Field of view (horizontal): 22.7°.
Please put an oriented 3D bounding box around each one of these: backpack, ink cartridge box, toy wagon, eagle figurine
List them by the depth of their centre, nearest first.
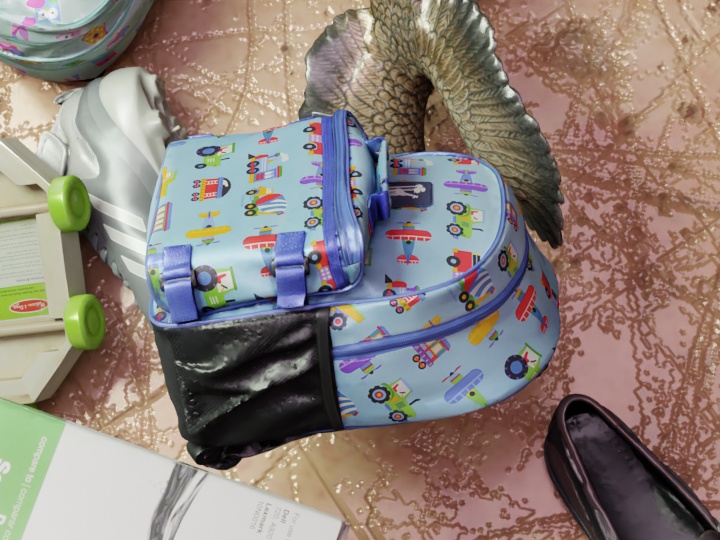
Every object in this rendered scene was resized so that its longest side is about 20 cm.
[{"bbox_3d":[0.000,0.000,0.934,0.199,0.135,0.183,-7,32,9],"label":"backpack"},{"bbox_3d":[-0.119,0.150,0.959,0.199,0.146,0.085,20,71,-2],"label":"ink cartridge box"},{"bbox_3d":[0.041,-0.107,1.037,0.150,0.152,0.201,7,72,-14],"label":"eagle figurine"},{"bbox_3d":[-0.224,0.026,1.056,0.155,0.040,0.201,-6,94,20],"label":"toy wagon"},{"bbox_3d":[-0.180,-0.218,1.083,0.166,0.127,0.201,18,82,6],"label":"backpack"}]

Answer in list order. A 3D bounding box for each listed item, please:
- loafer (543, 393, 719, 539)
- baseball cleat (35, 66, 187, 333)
[{"bbox_3d":[0.164,0.151,0.975,0.072,0.063,0.200,-34,62,-7],"label":"loafer"},{"bbox_3d":[-0.138,-0.018,1.072,0.106,0.070,0.201,-18,73,17],"label":"baseball cleat"}]
